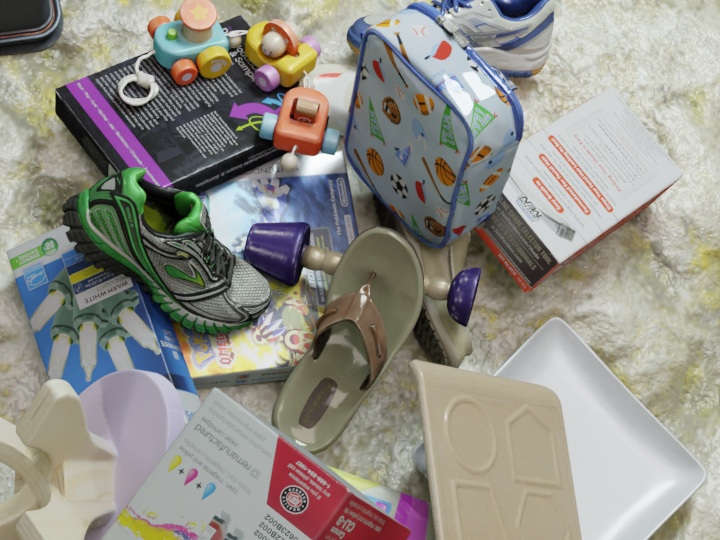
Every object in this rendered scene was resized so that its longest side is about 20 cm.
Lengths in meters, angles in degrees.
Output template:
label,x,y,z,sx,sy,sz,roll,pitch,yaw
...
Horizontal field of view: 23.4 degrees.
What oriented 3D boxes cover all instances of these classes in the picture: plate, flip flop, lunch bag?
label,x,y,z,sx,sy,sz,roll,pitch,yaw
plate,0.173,0.174,1.531,0.200,0.032,0.200,-41,85,-23
flip flop,-0.011,0.060,1.424,0.081,0.058,0.200,30,90,4
lunch bag,0.056,-0.125,1.459,0.075,0.200,0.160,-30,67,-26

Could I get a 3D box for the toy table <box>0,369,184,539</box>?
label,x,y,z,sx,sy,sz,roll,pitch,yaw
toy table,-0.236,0.159,1.334,0.184,0.117,0.200,33,103,37

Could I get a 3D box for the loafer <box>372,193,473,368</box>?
label,x,y,z,sx,sy,sz,roll,pitch,yaw
loafer,0.068,-0.010,1.549,0.068,0.076,0.201,-14,73,-11

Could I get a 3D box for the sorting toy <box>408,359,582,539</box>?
label,x,y,z,sx,sy,sz,roll,pitch,yaw
sorting toy,0.114,0.178,1.438,0.185,0.036,0.201,14,57,-45

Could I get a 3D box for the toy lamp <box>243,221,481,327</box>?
label,x,y,z,sx,sy,sz,roll,pitch,yaw
toy lamp,0.000,0.000,1.478,0.199,0.058,0.058,15,67,6

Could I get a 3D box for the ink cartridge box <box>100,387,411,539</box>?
label,x,y,z,sx,sy,sz,roll,pitch,yaw
ink cartridge box,-0.092,0.221,1.296,0.145,0.145,0.200,34,85,27

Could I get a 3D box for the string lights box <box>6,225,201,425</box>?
label,x,y,z,sx,sy,sz,roll,pitch,yaw
string lights box,-0.210,0.059,1.448,0.103,0.059,0.201,-24,75,9

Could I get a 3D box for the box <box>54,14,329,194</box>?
label,x,y,z,sx,sy,sz,roll,pitch,yaw
box,-0.148,-0.138,1.537,0.200,0.036,0.143,-27,62,-26

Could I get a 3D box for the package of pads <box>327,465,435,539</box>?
label,x,y,z,sx,sy,sz,roll,pitch,yaw
package of pads,-0.038,0.243,1.436,0.199,0.068,0.155,20,67,-2

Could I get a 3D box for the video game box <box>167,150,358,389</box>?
label,x,y,z,sx,sy,sz,roll,pitch,yaw
video game box,-0.088,-0.002,1.527,0.182,0.047,0.201,-7,72,-13

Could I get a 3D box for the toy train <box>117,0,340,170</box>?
label,x,y,z,sx,sy,sz,roll,pitch,yaw
toy train,-0.103,-0.174,1.515,0.199,0.056,0.151,17,51,1

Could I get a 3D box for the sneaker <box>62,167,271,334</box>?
label,x,y,z,sx,sy,sz,roll,pitch,yaw
sneaker,-0.142,-0.014,1.414,0.200,0.085,0.078,32,40,-39

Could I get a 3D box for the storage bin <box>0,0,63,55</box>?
label,x,y,z,sx,sy,sz,roll,pitch,yaw
storage bin,-0.342,-0.307,1.529,0.145,0.134,0.201,-9,72,-16

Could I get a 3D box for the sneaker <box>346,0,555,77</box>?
label,x,y,z,sx,sy,sz,roll,pitch,yaw
sneaker,0.085,-0.234,1.618,0.199,0.088,0.075,-2,38,-19

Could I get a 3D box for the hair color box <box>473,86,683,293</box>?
label,x,y,z,sx,sy,sz,roll,pitch,yaw
hair color box,0.190,-0.076,1.581,0.200,0.064,0.111,-32,80,-40

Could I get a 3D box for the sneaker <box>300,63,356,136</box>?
label,x,y,z,sx,sy,sz,roll,pitch,yaw
sneaker,0.040,-0.156,1.585,0.199,0.093,0.071,17,67,-7
